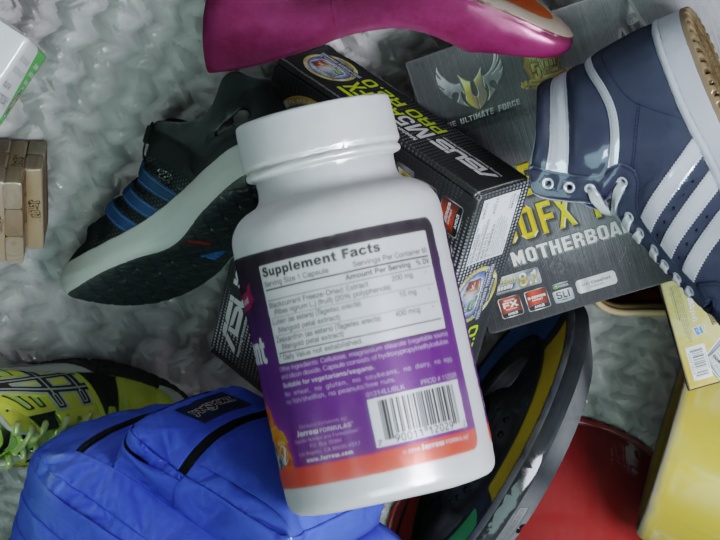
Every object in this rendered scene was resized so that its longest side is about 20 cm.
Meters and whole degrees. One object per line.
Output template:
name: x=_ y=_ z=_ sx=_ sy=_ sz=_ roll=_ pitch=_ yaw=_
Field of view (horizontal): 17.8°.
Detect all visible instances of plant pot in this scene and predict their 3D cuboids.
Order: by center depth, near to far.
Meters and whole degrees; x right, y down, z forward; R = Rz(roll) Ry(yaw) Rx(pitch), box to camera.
plant pot: x=0.269 y=0.120 z=1.348 sx=0.188 sy=0.201 sz=0.202 roll=17 pitch=120 yaw=6

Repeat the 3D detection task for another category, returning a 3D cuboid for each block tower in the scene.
block tower: x=-0.278 y=-0.044 z=1.295 sx=0.199 sy=0.054 sz=0.058 roll=1 pitch=120 yaw=-4

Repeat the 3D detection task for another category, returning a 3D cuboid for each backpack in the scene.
backpack: x=-0.091 y=0.150 z=1.287 sx=0.199 sy=0.162 sz=0.169 roll=25 pitch=110 yaw=29

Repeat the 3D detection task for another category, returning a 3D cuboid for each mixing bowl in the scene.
mixing bowl: x=0.115 y=0.203 z=1.429 sx=0.199 sy=0.109 sz=0.201 roll=-1 pitch=122 yaw=-1

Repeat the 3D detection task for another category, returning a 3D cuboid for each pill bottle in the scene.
pill bottle: x=-0.004 y=0.017 z=1.173 sx=0.111 sy=0.111 sz=0.201 roll=-12 pitch=88 yaw=5

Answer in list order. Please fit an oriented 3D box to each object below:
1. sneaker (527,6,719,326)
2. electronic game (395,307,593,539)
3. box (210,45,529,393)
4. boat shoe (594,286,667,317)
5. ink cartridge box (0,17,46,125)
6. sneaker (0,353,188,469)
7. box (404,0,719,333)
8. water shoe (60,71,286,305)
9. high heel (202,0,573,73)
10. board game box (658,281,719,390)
sneaker: x=0.154 y=-0.022 z=1.174 sx=0.108 sy=0.070 sz=0.201 roll=-20 pitch=83 yaw=17
electronic game: x=0.072 y=0.103 z=1.313 sx=0.041 sy=0.200 sz=0.200 roll=29 pitch=116 yaw=-10
box: x=0.000 y=0.000 z=1.281 sx=0.044 sy=0.160 sz=0.201 roll=-18 pitch=134 yaw=-44
boat shoe: x=0.222 y=-0.003 z=1.332 sx=0.199 sy=0.069 sz=0.074 roll=-7 pitch=121 yaw=2
ink cartridge box: x=-0.254 y=-0.055 z=1.188 sx=0.084 sy=0.146 sz=0.201 roll=34 pitch=89 yaw=-5
sneaker: x=-0.193 y=0.095 z=1.368 sx=0.199 sy=0.077 sz=0.076 roll=9 pitch=118 yaw=-10
box: x=0.141 y=-0.069 z=1.238 sx=0.199 sy=0.048 sz=0.159 roll=-16 pitch=92 yaw=23
water shoe: x=-0.100 y=-0.043 z=1.299 sx=0.071 sy=0.079 sz=0.200 roll=13 pitch=149 yaw=-41
high heel: x=0.012 y=-0.124 z=1.228 sx=0.199 sy=0.067 sz=0.097 roll=22 pitch=109 yaw=17
board game box: x=0.219 y=-0.048 z=1.274 sx=0.135 sy=0.035 sz=0.201 roll=-15 pitch=93 yaw=7
